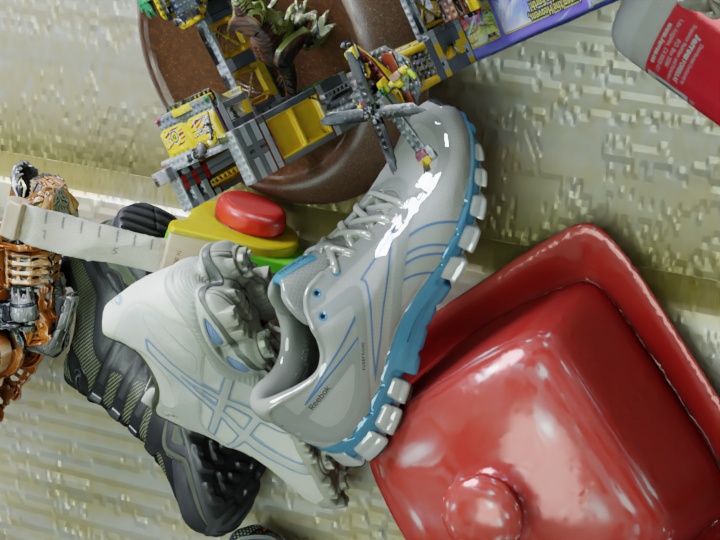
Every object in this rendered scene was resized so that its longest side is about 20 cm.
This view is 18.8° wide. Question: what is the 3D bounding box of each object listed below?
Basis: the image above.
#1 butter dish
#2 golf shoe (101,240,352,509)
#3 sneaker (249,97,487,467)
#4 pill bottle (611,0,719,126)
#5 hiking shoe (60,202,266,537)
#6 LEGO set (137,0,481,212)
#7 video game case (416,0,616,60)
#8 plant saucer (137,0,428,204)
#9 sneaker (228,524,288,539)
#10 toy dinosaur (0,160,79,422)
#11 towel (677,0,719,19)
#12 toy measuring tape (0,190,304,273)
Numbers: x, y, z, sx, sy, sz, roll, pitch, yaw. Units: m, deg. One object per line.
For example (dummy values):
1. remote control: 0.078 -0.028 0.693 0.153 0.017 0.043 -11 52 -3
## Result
1. butter dish: 0.087 0.111 1.159 0.200 0.148 0.200 -34 88 27
2. golf shoe: -0.071 0.065 1.224 0.097 0.079 0.200 -15 130 20
3. sneaker: 0.000 0.000 1.144 0.075 0.086 0.201 18 88 60
4. pill bottle: 0.231 -0.099 1.061 0.200 0.112 0.113 37 115 12
5. hiking shoe: -0.124 0.065 1.297 0.100 0.076 0.201 -20 87 38
6. LEGO set: -0.045 -0.115 1.095 0.199 0.116 0.155 -8 107 41
7. video game case: 0.057 -0.203 1.090 0.200 0.045 0.182 -13 98 68
8. plant saucer: -0.053 -0.126 1.201 0.199 0.034 0.202 18 122 31
9. sneaker: -0.093 0.231 1.323 0.200 0.075 0.079 -47 73 18
10. toy dinosaur: -0.227 0.023 1.286 0.135 0.102 0.201 35 101 25
11. towel: 0.171 -0.217 1.016 0.133 0.200 0.034 47 148 -6
12. toy measuring tape: -0.106 -0.017 1.234 0.199 0.074 0.074 13 111 -15
